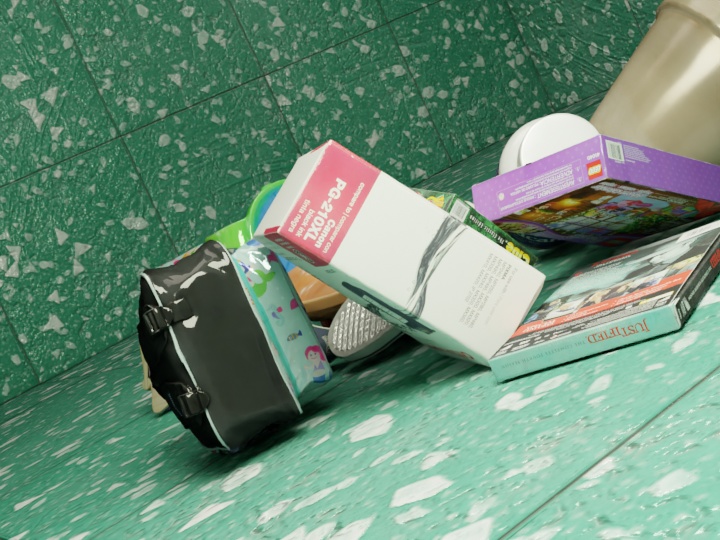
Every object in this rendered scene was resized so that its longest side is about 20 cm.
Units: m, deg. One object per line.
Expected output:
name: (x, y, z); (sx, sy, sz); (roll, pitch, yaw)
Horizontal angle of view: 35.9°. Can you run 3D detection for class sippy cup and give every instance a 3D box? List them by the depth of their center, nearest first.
sippy cup: (-0.094, -0.025, 1.354); (0.130, 0.177, 0.140); (-38, 22, 59)

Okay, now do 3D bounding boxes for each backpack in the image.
backpack: (-0.122, 0.068, 0.988); (0.150, 0.179, 0.200); (-24, -5, -23)

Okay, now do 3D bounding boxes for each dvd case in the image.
dvd case: (0.195, 0.017, 0.824); (0.145, 0.022, 0.200); (-22, 8, 35)

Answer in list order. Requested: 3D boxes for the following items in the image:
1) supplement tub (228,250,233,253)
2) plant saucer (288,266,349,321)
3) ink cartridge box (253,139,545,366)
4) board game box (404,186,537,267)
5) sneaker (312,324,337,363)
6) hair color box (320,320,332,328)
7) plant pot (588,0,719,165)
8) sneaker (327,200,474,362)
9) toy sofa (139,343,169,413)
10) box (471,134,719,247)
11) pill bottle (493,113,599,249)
supplement tub: (-0.111, -0.022, 1.865); (0.199, 0.146, 0.145); (-28, 6, -18)
plant saucer: (0.000, 0.000, 1.206); (0.199, 0.038, 0.200); (-24, 15, 7)
ink cartridge box: (0.026, -0.010, 0.885); (0.085, 0.199, 0.145); (-60, 11, -6)
board game box: (0.056, -0.042, 0.975); (0.024, 0.105, 0.199); (-59, 30, -9)
sneaker: (-0.088, 0.094, 1.186); (0.089, 0.068, 0.200); (-20, 3, -28)
hair color box: (-0.003, 0.030, 1.350); (0.110, 0.064, 0.200); (-27, 7, -4)
plant pot: (0.328, -0.158, 1.111); (0.173, 0.200, 0.200); (-43, 5, 3)
sneaker: (0.061, 0.026, 1.086); (0.200, 0.079, 0.079); (-42, 43, 12)
toy sofa: (-0.177, 0.111, 1.389); (0.199, 0.099, 0.083); (-23, -18, 31)
box: (0.212, -0.063, 0.957); (0.199, 0.040, 0.136); (6, -18, -42)
pill bottle: (0.192, -0.091, 1.129); (0.110, 0.112, 0.200); (-26, -10, -2)
